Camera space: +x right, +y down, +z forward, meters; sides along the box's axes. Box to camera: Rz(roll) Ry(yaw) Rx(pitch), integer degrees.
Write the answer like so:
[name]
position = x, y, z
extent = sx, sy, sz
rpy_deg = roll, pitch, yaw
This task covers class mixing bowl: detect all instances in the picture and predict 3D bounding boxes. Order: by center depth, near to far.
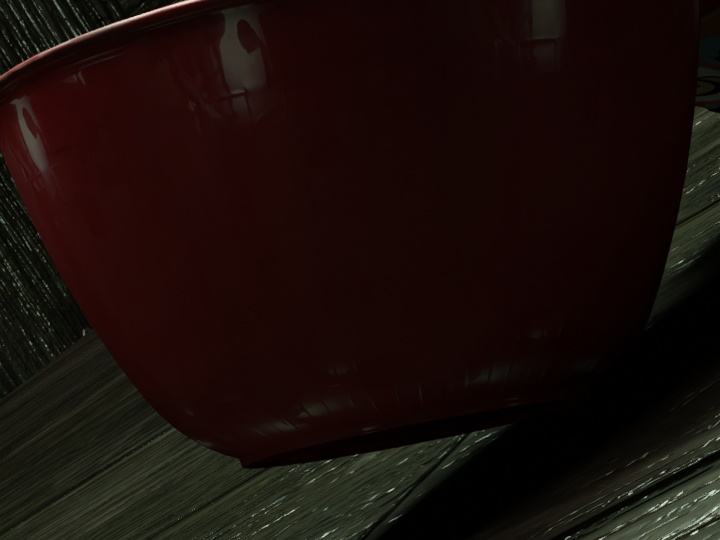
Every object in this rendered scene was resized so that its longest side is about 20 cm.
[mixing bowl]
position = 0.004, -0.009, 0.803
extent = 0.199, 0.109, 0.200
rpy_deg = -10, -7, -1

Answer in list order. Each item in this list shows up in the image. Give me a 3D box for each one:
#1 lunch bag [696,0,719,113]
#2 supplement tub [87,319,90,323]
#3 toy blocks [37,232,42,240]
[lunch bag]
position = 0.110, -0.107, 0.878
extent = 0.175, 0.083, 0.200
rpy_deg = 9, -15, -23
[supplement tub]
position = -0.119, -0.015, 2.187
extent = 0.107, 0.107, 0.200
rpy_deg = -38, 4, -38
[toy blocks]
position = -0.062, -0.030, 1.468
extent = 0.200, 0.137, 0.100
rpy_deg = -39, 12, 30
